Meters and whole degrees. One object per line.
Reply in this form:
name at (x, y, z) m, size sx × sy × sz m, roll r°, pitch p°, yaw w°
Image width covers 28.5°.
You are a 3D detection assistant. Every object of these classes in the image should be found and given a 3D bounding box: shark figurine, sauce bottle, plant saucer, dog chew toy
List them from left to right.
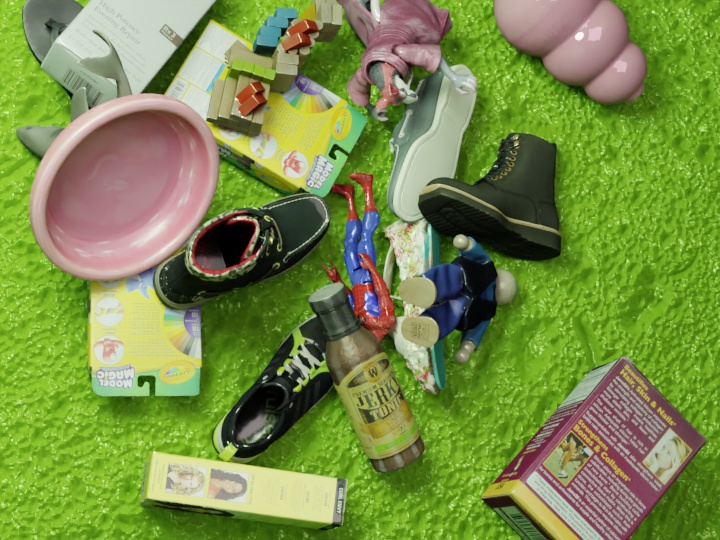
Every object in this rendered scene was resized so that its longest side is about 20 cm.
shark figurine at (-0.266, -0.131, 1.399) m, size 0.128 × 0.214 × 0.090 m, roll 41°, pitch 51°, yaw -11°
plant saucer at (-0.232, -0.086, 1.375) m, size 0.200 × 0.201 × 0.051 m, roll -31°, pitch 49°, yaw -19°
sauce bottle at (0.002, 0.110, 1.457) m, size 0.065 × 0.065 × 0.201 m, roll -31°, pitch 106°, yaw -18°
dog chew toy at (0.245, -0.268, 1.608) m, size 0.200 × 0.124 × 0.125 m, roll 44°, pitch 71°, yaw -10°

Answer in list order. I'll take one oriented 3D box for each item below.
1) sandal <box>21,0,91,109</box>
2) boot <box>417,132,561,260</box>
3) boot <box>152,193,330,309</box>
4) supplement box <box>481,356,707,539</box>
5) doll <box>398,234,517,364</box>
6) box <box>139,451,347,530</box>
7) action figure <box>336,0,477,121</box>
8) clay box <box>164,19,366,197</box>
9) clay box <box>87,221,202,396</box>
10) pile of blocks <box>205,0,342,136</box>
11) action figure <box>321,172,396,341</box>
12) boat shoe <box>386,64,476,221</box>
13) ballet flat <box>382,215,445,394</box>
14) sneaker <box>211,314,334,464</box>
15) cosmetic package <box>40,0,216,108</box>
sandal at (-0.287, -0.209, 1.494) m, size 0.076 × 0.043 × 0.201 m, roll -30°, pitch 87°, yaw -18°
boot at (0.142, -0.102, 1.548) m, size 0.199 × 0.077 × 0.139 m, roll 22°, pitch 65°, yaw -43°
boot at (-0.100, -0.030, 1.401) m, size 0.203 × 0.154 × 0.074 m, roll -27°, pitch 88°, yaw -21°
supplement box at (0.247, 0.210, 1.508) m, size 0.131 × 0.103 × 0.200 m, roll 45°, pitch 72°, yaw -1°
doll at (0.107, 0.032, 1.494) m, size 0.200 × 0.048 × 0.137 m, roll -17°, pitch 106°, yaw -57°
box at (-0.118, 0.223, 1.428) m, size 0.199 × 0.075 × 0.050 m, roll 9°, pitch 74°, yaw -11°
action figure at (0.038, -0.242, 1.507) m, size 0.149 × 0.133 × 0.200 m, roll 57°, pitch 24°, yaw -27°
clay box at (-0.105, -0.165, 1.521) m, size 0.199 × 0.048 × 0.115 m, roll 31°, pitch 71°, yaw -7°
clay box at (-0.222, 0.031, 1.456) m, size 0.114 × 0.048 × 0.201 m, roll 2°, pitch 78°, yaw -16°
pile of blocks at (-0.089, -0.231, 1.477) m, size 0.082 × 0.062 × 0.200 m, roll 37°, pitch 67°, yaw -3°
action figure at (0.000, 0.000, 1.513) m, size 0.052 × 0.065 × 0.201 m, roll -1°, pitch 76°, yaw -42°
boat shoe at (0.067, -0.137, 1.551) m, size 0.073 × 0.062 × 0.201 m, roll 45°, pitch 58°, yaw -39°
ballet flat at (0.056, 0.036, 1.526) m, size 0.064 × 0.076 × 0.201 m, roll -6°, pitch 73°, yaw 16°
sneaker at (-0.073, 0.123, 1.455) m, size 0.072 × 0.083 × 0.200 m, roll 40°, pitch 72°, yaw -3°
cosmetic package at (-0.232, -0.258, 1.477) m, size 0.102 × 0.074 × 0.200 m, roll 38°, pitch 59°, yaw -11°
